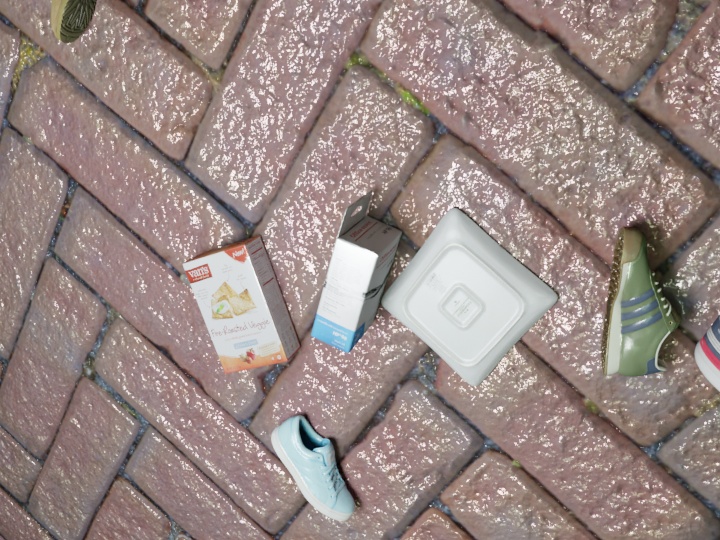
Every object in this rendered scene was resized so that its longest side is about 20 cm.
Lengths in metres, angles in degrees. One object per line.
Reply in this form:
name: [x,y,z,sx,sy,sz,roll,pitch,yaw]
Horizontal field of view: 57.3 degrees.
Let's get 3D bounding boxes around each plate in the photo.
plate: [0.149,0.047,0.956,0.199,0.032,0.201,41,119,5]

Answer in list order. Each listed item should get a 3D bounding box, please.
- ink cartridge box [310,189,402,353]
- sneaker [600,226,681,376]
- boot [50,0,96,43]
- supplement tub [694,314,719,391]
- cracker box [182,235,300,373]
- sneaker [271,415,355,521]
ink cartridge box: [0.000,0.000,0.953,0.066,0.116,0.204,22,116,12]
sneaker: [0.367,0.045,0.849,0.087,0.067,0.206,5,110,13]
boot: [-0.502,-0.480,1.027,0.197,0.066,0.178,29,105,10]
supplement tub: [0.498,0.062,0.753,0.138,0.140,0.203,29,117,10]
cracker box: [-0.196,0.059,1.090,0.131,0.058,0.205,-14,102,26]
sneaker: [-0.068,0.336,1.127,0.201,0.074,0.082,48,122,0]
